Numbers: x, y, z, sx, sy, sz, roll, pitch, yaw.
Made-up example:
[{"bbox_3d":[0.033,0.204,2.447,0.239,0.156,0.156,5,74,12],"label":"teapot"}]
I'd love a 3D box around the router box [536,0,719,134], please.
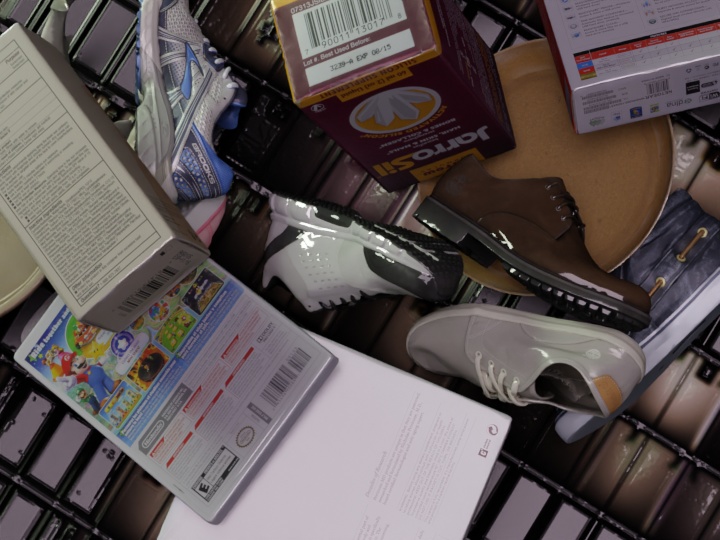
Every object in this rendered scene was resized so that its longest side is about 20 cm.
[{"bbox_3d":[0.234,-0.200,1.644,0.199,0.049,0.180,-13,50,2],"label":"router box"}]

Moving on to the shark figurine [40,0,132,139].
[{"bbox_3d":[-0.208,-0.125,1.685,0.089,0.128,0.216,-10,102,-34],"label":"shark figurine"}]

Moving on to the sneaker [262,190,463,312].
[{"bbox_3d":[0.000,0.000,1.636,0.073,0.200,0.081,11,96,-40],"label":"sneaker"}]

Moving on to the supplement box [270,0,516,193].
[{"bbox_3d":[0.027,-0.140,1.602,0.110,0.200,0.086,-19,67,14],"label":"supplement box"}]

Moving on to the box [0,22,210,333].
[{"bbox_3d":[-0.204,-0.064,1.553,0.095,0.078,0.200,-38,74,7],"label":"box"}]

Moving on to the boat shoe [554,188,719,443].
[{"bbox_3d":[0.199,0.033,1.660,0.200,0.071,0.091,-43,75,-5],"label":"boat shoe"}]

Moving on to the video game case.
[{"bbox_3d":[-0.131,0.062,1.560,0.200,0.018,0.144,37,90,23],"label":"video game case"}]

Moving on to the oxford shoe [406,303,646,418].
[{"bbox_3d":[0.111,0.068,1.617,0.199,0.075,0.058,7,52,37],"label":"oxford shoe"}]

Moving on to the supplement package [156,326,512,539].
[{"bbox_3d":[-0.017,0.158,1.613,0.199,0.147,0.192,23,85,5],"label":"supplement package"}]

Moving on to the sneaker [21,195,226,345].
[{"bbox_3d":[-0.159,0.025,1.681,0.200,0.075,0.105,-48,123,-24],"label":"sneaker"}]

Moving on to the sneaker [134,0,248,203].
[{"bbox_3d":[-0.128,-0.138,1.683,0.085,0.077,0.201,0,70,-7],"label":"sneaker"}]

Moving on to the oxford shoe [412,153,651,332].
[{"bbox_3d":[0.134,-0.025,1.598,0.200,0.073,0.085,34,87,26],"label":"oxford shoe"}]

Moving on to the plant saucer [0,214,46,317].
[{"bbox_3d":[-0.294,-0.050,1.636,0.199,0.029,0.202,-4,77,17],"label":"plant saucer"}]

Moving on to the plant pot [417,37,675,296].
[{"bbox_3d":[0.140,-0.075,1.665,0.199,0.027,0.201,-6,73,21],"label":"plant pot"}]
